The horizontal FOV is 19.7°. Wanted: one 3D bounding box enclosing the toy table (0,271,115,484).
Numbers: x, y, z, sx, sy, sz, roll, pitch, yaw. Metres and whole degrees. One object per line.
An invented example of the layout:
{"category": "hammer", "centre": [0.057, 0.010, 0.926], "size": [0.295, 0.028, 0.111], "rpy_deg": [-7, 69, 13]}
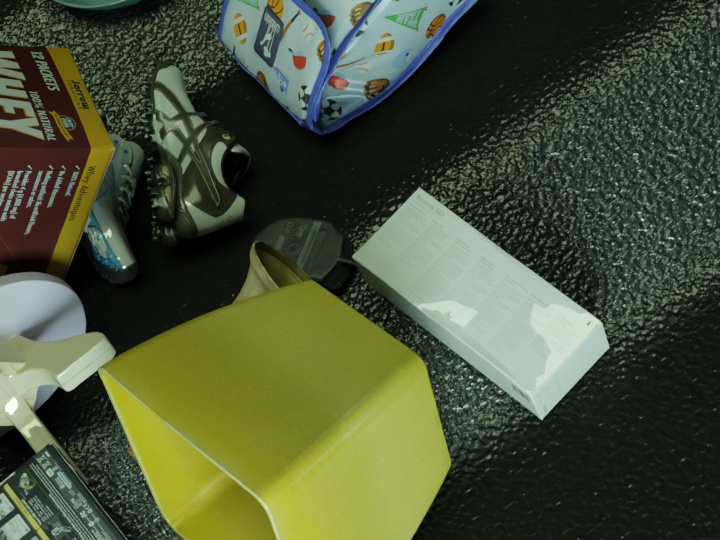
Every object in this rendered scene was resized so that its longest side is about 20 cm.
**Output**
{"category": "toy table", "centre": [-0.298, 0.099, 1.698], "size": [0.200, 0.184, 0.117], "rpy_deg": [-48, 35, -1]}

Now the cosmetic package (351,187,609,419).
{"category": "cosmetic package", "centre": [0.094, 0.025, 1.630], "size": [0.083, 0.051, 0.200], "rpy_deg": [-46, 60, -9]}

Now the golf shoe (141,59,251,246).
{"category": "golf shoe", "centre": [-0.145, -0.107, 1.838], "size": [0.094, 0.078, 0.200], "rpy_deg": [-7, 54, -3]}

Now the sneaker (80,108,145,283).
{"category": "sneaker", "centre": [-0.226, -0.076, 1.846], "size": [0.087, 0.075, 0.200], "rpy_deg": [-20, 56, -13]}

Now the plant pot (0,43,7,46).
{"category": "plant pot", "centre": [-0.418, -0.163, 1.933], "size": [0.200, 0.187, 0.187], "rpy_deg": [2, 57, 8]}

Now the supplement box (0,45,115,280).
{"category": "supplement box", "centre": [-0.344, -0.076, 1.750], "size": [0.200, 0.197, 0.133], "rpy_deg": [-1, 45, -32]}

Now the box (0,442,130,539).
{"category": "box", "centre": [-0.245, 0.253, 1.601], "size": [0.161, 0.049, 0.200], "rpy_deg": [-39, 54, -10]}

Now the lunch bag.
{"category": "lunch bag", "centre": [-0.022, -0.238, 1.839], "size": [0.200, 0.124, 0.170], "rpy_deg": [-49, 51, 7]}

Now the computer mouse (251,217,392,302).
{"category": "computer mouse", "centre": [0.000, 0.000, 1.720], "size": [0.200, 0.034, 0.059], "rpy_deg": [15, 65, 24]}

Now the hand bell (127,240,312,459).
{"category": "hand bell", "centre": [-0.118, 0.081, 1.680], "size": [0.200, 0.104, 0.104], "rpy_deg": [-44, 49, 13]}

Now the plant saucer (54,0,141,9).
{"category": "plant saucer", "centre": [-0.230, -0.327, 2.042], "size": [0.200, 0.036, 0.200], "rpy_deg": [-11, 54, 16]}

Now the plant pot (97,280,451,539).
{"category": "plant pot", "centre": [-0.047, 0.128, 1.552], "size": [0.176, 0.200, 0.200], "rpy_deg": [-39, 50, -20]}
